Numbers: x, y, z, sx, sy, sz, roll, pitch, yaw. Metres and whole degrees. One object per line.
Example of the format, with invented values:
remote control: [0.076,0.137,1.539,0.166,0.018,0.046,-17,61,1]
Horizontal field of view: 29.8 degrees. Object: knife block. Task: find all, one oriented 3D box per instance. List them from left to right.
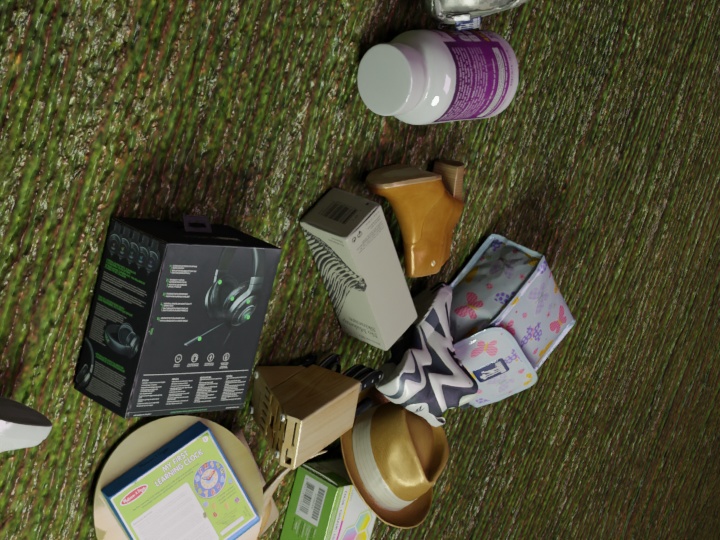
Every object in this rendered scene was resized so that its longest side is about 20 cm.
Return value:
knife block: [-0.036,0.162,1.617,0.175,0.200,0.064,2,109,-21]

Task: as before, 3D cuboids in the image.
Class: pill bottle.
pill bottle: [0.091,-0.231,1.612,0.200,0.112,0.113,-12,118,-49]

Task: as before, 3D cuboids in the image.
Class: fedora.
fedora: [0.057,0.232,1.762,0.200,0.082,0.201,32,45,-37]

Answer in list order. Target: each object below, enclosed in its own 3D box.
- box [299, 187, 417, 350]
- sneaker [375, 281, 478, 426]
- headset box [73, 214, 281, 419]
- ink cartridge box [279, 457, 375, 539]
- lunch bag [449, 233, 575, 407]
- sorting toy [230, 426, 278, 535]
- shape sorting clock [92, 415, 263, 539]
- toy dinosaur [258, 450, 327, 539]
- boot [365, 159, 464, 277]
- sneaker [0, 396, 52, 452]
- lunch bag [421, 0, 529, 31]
box: [0.000,0.000,1.648,0.068,0.082,0.200,-47,138,-26]
sneaker: [0.104,0.118,1.774,0.130,0.079,0.199,45,39,-20]
headset box: [-0.189,0.042,1.422,0.174,0.093,0.201,0,108,-51]
ink cartridge box: [-0.009,0.330,1.814,0.200,0.076,0.148,1,108,-50]
lunch bag: [0.191,0.083,1.898,0.200,0.127,0.170,-47,138,-14]
sorting toy: [-0.186,0.302,1.618,0.185,0.036,0.200,-45,143,-27]
shape sorting clock: [-0.201,0.262,1.506,0.199,0.039,0.201,1,88,-30]
toy dinosaur: [-0.124,0.280,1.604,0.106,0.060,0.200,-32,156,-46]
boot: [0.069,-0.060,1.708,0.201,0.071,0.145,-14,116,-53]
sneaker: [-0.391,0.173,1.262,0.200,0.074,0.116,12,101,-43]
lunch bag: [0.140,-0.398,1.576,0.167,0.139,0.201,-24,127,-23]
